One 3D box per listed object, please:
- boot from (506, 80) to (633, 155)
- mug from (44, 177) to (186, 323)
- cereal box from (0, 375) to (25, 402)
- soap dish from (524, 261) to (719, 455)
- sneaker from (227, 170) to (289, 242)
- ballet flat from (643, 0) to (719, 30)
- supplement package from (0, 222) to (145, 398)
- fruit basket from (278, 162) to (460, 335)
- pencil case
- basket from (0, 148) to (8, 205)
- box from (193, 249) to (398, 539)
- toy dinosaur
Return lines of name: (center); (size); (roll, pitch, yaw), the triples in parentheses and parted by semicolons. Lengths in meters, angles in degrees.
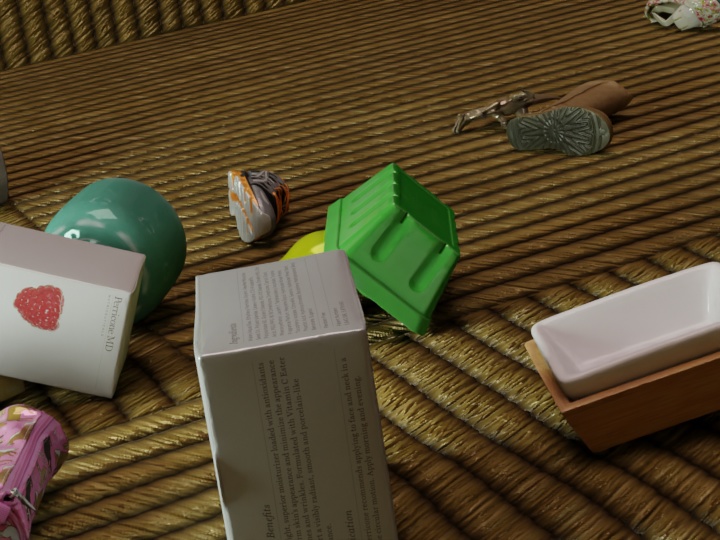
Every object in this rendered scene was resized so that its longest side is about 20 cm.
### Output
boot: (0.322, -0.222, 2.307); (0.174, 0.067, 0.199); (8, 24, 40)
mug: (-0.285, 0.001, 1.846); (0.151, 0.186, 0.115); (19, 26, 5)
cereal box: (-0.465, 0.118, 1.720); (0.199, 0.040, 0.143); (12, 28, 43)
soap dish: (0.253, 0.074, 1.418); (0.198, 0.082, 0.157); (-19, 19, 0)
sneaker: (-0.125, -0.091, 2.121); (0.076, 0.079, 0.200); (-2, 19, -10)
ballet flat: (0.560, -0.448, 2.872); (0.064, 0.076, 0.200); (-44, 21, -7)
supplement package: (-0.331, 0.035, 1.681); (0.198, 0.122, 0.120); (12, 18, -5)
fruit basket: (0.000, 0.000, 1.758); (0.216, 0.155, 0.216); (-50, 11, 14)
pencil case: (-0.301, 0.185, 1.389); (0.086, 0.084, 0.200); (-9, 18, 2)
basket: (-0.620, -0.131, 2.379); (0.198, 0.137, 0.180); (-14, 22, -26)
box: (-0.053, 0.113, 1.298); (0.129, 0.201, 0.200); (-9, 19, -3)
toy dinosaur: (0.231, -0.245, 2.426); (0.198, 0.059, 0.101); (-15, 19, -18)
